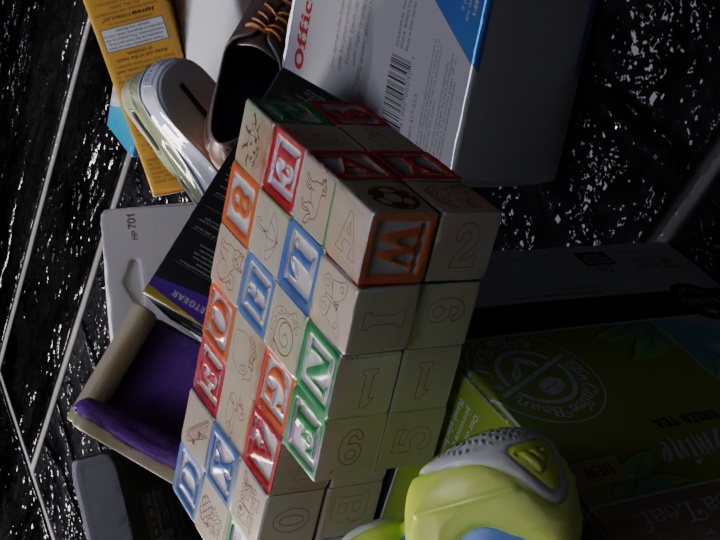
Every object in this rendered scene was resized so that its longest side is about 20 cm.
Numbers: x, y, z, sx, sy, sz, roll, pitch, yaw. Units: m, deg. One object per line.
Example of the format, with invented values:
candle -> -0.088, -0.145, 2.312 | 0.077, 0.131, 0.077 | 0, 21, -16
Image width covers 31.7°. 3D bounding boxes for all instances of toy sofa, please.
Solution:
toy sofa -> -0.068, 0.104, 0.757 | 0.083, 0.199, 0.098 | -60, -2, -12

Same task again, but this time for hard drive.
hard drive -> -0.127, 0.184, 0.873 | 0.033, 0.200, 0.140 | -16, 85, 12

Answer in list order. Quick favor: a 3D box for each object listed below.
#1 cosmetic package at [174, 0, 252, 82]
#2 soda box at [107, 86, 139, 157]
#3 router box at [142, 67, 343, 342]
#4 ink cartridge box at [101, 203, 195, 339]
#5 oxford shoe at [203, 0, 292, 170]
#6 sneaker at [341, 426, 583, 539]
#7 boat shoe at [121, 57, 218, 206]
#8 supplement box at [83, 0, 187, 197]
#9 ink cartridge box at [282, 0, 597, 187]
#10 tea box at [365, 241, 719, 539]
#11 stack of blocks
cosmetic package -> -0.092, -0.209, 0.990 | 0.102, 0.074, 0.201 | -28, 72, 55
soda box -> -0.171, -0.204, 1.120 | 0.068, 0.064, 0.201 | 46, 130, 45
router box -> -0.061, -0.022, 0.821 | 0.158, 0.052, 0.200 | -59, -7, -9
ink cartridge box -> -0.161, 0.062, 1.034 | 0.200, 0.085, 0.147 | 106, 156, -56
oxford shoe -> -0.053, -0.162, 0.879 | 0.073, 0.071, 0.201 | 66, -137, -79
sneaker -> 0.022, 0.148, 0.476 | 0.200, 0.075, 0.105 | -55, 51, 44
boat shoe -> -0.102, -0.075, 0.953 | 0.062, 0.072, 0.200 | 3, 133, 51
supplement box -> -0.169, -0.164, 1.039 | 0.067, 0.068, 0.201 | -95, -11, -62
ink cartridge box -> 0.042, -0.154, 0.769 | 0.200, 0.085, 0.147 | 39, 125, 50
tea box -> 0.111, 0.094, 0.585 | 0.197, 0.199, 0.134 | 48, 131, 42
stack of blocks -> -0.019, 0.041, 0.542 | 0.115, 0.058, 0.201 | 44, 128, 48
